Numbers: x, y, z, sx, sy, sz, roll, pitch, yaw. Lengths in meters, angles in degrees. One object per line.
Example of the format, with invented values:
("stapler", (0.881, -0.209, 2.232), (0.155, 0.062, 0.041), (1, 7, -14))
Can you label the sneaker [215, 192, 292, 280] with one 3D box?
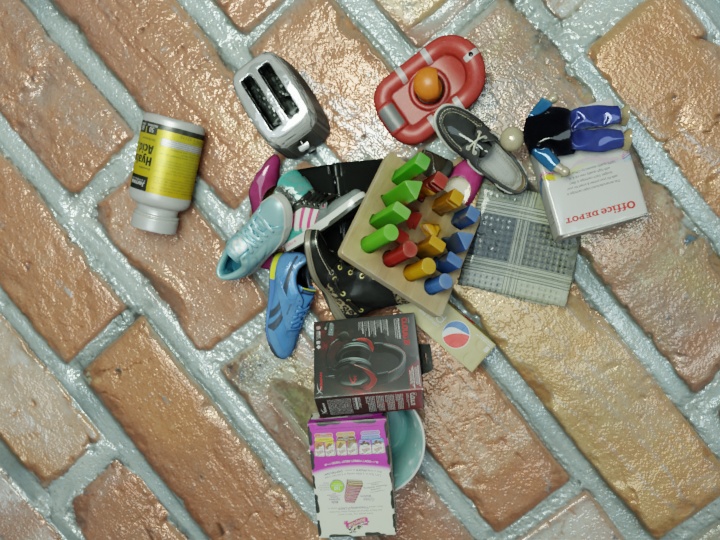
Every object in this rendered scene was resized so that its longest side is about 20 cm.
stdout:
("sneaker", (-0.185, -0.046, 1.106), (0.074, 0.082, 0.200), (44, 126, 10))

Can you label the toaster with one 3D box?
("toaster", (-0.141, -0.292, 1.121), (0.113, 0.129, 0.201), (-31, 92, 7))

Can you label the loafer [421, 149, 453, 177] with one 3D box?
("loafer", (0.078, -0.128, 1.132), (0.071, 0.073, 0.201), (38, 81, -9))

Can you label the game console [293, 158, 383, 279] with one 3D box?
("game console", (-0.029, -0.093, 1.186), (0.174, 0.116, 0.203), (-9, 96, -23))

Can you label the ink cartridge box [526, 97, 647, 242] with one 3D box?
("ink cartridge box", (0.371, -0.163, 1.083), (0.143, 0.084, 0.202), (-15, 82, 7))

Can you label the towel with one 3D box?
("towel", (0.290, -0.044, 1.154), (0.198, 0.035, 0.195), (13, 94, 7))

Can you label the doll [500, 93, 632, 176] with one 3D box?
("doll", (0.323, -0.215, 1.029), (0.197, 0.048, 0.138), (-2, 82, 9))

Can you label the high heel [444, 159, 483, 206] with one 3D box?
("high heel", (0.151, -0.118, 1.124), (0.067, 0.096, 0.200), (42, 99, 1))

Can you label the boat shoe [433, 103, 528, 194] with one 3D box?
("boat shoe", (0.203, -0.199, 1.078), (0.074, 0.060, 0.200), (-45, 108, 5))

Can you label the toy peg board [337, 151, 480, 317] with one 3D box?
("toy peg board", (0.101, -0.066, 1.019), (0.198, 0.098, 0.201), (32, 67, -16))

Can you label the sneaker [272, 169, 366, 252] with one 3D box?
("sneaker", (-0.082, -0.122, 1.105), (0.199, 0.083, 0.122), (-27, 91, 38))

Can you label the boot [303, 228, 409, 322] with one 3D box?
("boot", (0.000, 0.000, 1.079), (0.149, 0.074, 0.201), (-12, 125, 15))

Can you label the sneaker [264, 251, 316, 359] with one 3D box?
("sneaker", (-0.123, 0.067, 1.175), (0.078, 0.066, 0.203), (9, 100, 30))

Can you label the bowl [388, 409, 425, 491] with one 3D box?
("bowl", (0.020, 0.291, 1.176), (0.198, 0.105, 0.203), (1, 96, 7))

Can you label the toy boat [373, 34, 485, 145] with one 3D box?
("toy boat", (0.117, -0.308, 1.090), (0.199, 0.131, 0.131), (-36, 92, 9))

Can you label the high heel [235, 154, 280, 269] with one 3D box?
("high heel", (-0.159, -0.103, 1.173), (0.095, 0.067, 0.202), (28, 113, 13))

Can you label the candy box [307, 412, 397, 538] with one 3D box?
("candy box", (-0.012, 0.343, 1.102), (0.135, 0.061, 0.203), (-4, 95, 6))

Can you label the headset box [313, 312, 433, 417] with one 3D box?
("headset box", (0.023, 0.158, 1.096), (0.197, 0.075, 0.150), (-5, 53, 3))

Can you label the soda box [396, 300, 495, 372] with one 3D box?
("soda box", (0.144, 0.087, 1.163), (0.200, 0.064, 0.068), (41, 99, 0))

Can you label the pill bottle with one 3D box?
("pill bottle", (-0.352, -0.172, 1.165), (0.110, 0.111, 0.202), (14, 97, 4))
